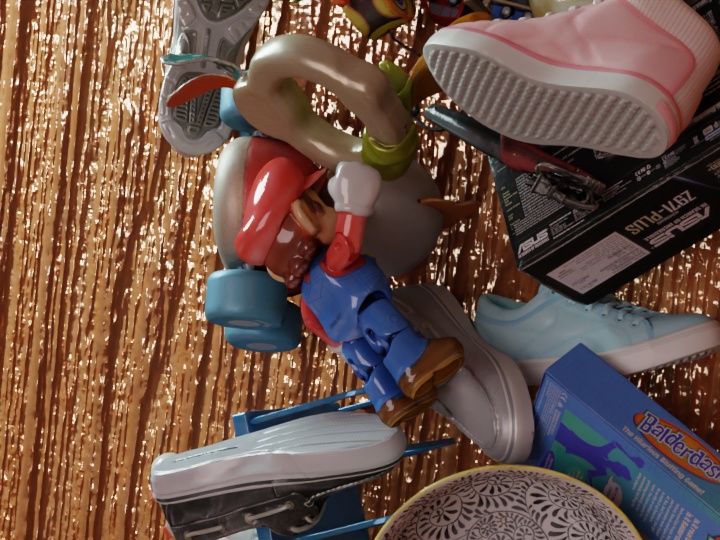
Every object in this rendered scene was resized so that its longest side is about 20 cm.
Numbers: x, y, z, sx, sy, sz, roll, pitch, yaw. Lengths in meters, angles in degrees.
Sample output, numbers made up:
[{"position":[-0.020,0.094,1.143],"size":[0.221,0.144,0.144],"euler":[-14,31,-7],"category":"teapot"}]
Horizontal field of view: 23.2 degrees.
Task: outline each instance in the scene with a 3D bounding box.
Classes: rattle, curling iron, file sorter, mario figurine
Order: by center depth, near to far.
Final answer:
[{"position":[0.098,-0.083,1.174],"size":[0.200,0.049,0.026],"euler":[40,111,55],"category":"curling iron"},{"position":[0.000,0.000,1.207],"size":[0.123,0.106,0.201],"euler":[-42,75,17],"category":"mario figurine"},{"position":[-0.029,-0.153,1.234],"size":[0.199,0.130,0.144],"euler":[17,77,39],"category":"rattle"},{"position":[0.009,0.189,1.311],"size":[0.122,0.138,0.203],"euler":[-18,80,28],"category":"file sorter"}]

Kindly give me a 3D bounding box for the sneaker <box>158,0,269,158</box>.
[{"position":[-0.127,-0.186,1.436],"size":[0.077,0.099,0.202],"euler":[18,78,-11],"category":"sneaker"}]

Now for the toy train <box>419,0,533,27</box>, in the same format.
[{"position":[0.070,-0.205,1.322],"size":[0.198,0.034,0.046],"euler":[19,82,33],"category":"toy train"}]

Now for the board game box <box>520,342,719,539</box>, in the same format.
[{"position":[0.195,0.167,1.192],"size":[0.200,0.045,0.153],"euler":[40,142,24],"category":"board game box"}]

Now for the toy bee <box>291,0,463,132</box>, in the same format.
[{"position":[0.016,-0.216,1.277],"size":[0.131,0.108,0.201],"euler":[-47,62,16],"category":"toy bee"}]

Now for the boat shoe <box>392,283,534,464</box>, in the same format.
[{"position":[0.059,0.071,1.257],"size":[0.201,0.068,0.073],"euler":[-121,36,-48],"category":"boat shoe"}]

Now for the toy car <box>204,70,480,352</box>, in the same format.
[{"position":[-0.007,-0.038,1.334],"size":[0.197,0.177,0.187],"euler":[3,77,6],"category":"toy car"}]

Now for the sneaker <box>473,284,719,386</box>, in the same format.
[{"position":[0.160,0.036,1.244],"size":[0.198,0.074,0.083],"euler":[-9,90,33],"category":"sneaker"}]

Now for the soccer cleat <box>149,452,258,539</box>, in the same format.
[{"position":[-0.097,0.224,1.426],"size":[0.077,0.069,0.201],"euler":[-40,76,22],"category":"soccer cleat"}]

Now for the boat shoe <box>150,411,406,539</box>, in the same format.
[{"position":[-0.052,0.150,1.238],"size":[0.198,0.072,0.072],"euler":[-13,104,26],"category":"boat shoe"}]

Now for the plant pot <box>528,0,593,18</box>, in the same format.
[{"position":[0.185,-0.243,1.188],"size":[0.199,0.027,0.202],"euler":[-33,38,30],"category":"plant pot"}]

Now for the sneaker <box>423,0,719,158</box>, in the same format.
[{"position":[0.140,-0.138,1.122],"size":[0.199,0.076,0.105],"euler":[18,58,41],"category":"sneaker"}]

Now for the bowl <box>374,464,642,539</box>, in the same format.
[{"position":[0.097,0.208,1.192],"size":[0.198,0.094,0.203],"euler":[0,106,2],"category":"bowl"}]

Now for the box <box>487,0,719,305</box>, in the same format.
[{"position":[0.188,-0.100,1.189],"size":[0.199,0.086,0.165],"euler":[-33,53,29],"category":"box"}]
